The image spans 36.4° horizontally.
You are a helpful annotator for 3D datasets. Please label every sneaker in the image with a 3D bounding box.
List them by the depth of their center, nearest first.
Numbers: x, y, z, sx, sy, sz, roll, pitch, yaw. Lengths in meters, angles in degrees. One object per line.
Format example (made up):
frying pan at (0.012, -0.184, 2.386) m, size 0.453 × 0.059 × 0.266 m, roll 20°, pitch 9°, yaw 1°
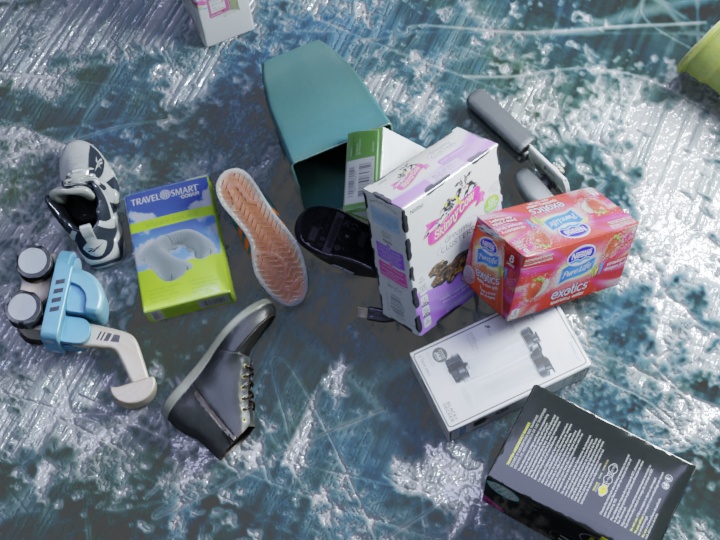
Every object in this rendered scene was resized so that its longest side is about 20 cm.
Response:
sneaker at (-0.151, 0.138, 1.397) m, size 0.106 × 0.075 × 0.200 m, roll 37°, pitch 84°, yaw 13°
sneaker at (-0.125, -0.046, 1.470) m, size 0.071 × 0.080 × 0.200 m, roll -27°, pitch 89°, yaw 2°
sneaker at (-0.378, -0.112, 1.480) m, size 0.079 × 0.130 × 0.200 m, roll -12°, pitch 67°, yaw -1°

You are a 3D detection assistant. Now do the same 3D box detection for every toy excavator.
toy excavator at (-0.356, 0.073, 1.429) m, size 0.199 × 0.100 × 0.195 m, roll 7°, pitch 69°, yaw -2°

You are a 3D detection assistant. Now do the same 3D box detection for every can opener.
can opener at (0.211, -0.167, 1.498) m, size 0.066 × 0.053 × 0.200 m, roll -35°, pitch 69°, yaw -9°

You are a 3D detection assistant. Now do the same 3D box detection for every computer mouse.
computer mouse at (0.000, 0.000, 1.453) m, size 0.199 × 0.046 × 0.141 m, roll 15°, pitch 65°, yaw -2°

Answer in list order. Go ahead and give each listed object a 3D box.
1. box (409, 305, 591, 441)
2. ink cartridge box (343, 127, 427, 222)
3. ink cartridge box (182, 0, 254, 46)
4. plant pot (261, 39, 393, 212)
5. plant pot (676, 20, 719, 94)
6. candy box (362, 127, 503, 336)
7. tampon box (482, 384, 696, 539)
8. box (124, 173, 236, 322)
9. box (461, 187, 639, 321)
box at (0.175, 0.120, 1.379) m, size 0.199 × 0.060 × 0.117 m, roll -26°, pitch 68°, yaw -6°
ink cartridge box at (0.062, -0.104, 1.417) m, size 0.059 × 0.200 × 0.104 m, roll -6°, pitch 75°, yaw 38°
ink cartridge box at (-0.226, -0.441, 1.568) m, size 0.084 × 0.200 × 0.145 m, roll -23°, pitch 68°, yaw -9°
plant pot at (-0.052, -0.205, 1.492) m, size 0.141 × 0.141 × 0.200 m, roll -22°, pitch 61°, yaw -5°
plant pot at (0.559, -0.270, 1.454) m, size 0.200 × 0.200 × 0.184 m, roll -38°, pitch 81°, yaw -11°
candy box at (0.097, -0.048, 1.354) m, size 0.168 × 0.200 × 0.071 m, roll -35°, pitch 44°, yaw -27°
tampon box at (0.257, 0.249, 1.271) m, size 0.200 × 0.150 × 0.126 m, roll 27°, pitch 71°, yaw 15°
box at (-0.247, -0.040, 1.486) m, size 0.121 × 0.048 × 0.201 m, roll -14°, pitch 68°, yaw -2°
box at (0.236, -0.023, 1.359) m, size 0.199 × 0.100 × 0.095 m, roll -15°, pitch 42°, yaw -32°
